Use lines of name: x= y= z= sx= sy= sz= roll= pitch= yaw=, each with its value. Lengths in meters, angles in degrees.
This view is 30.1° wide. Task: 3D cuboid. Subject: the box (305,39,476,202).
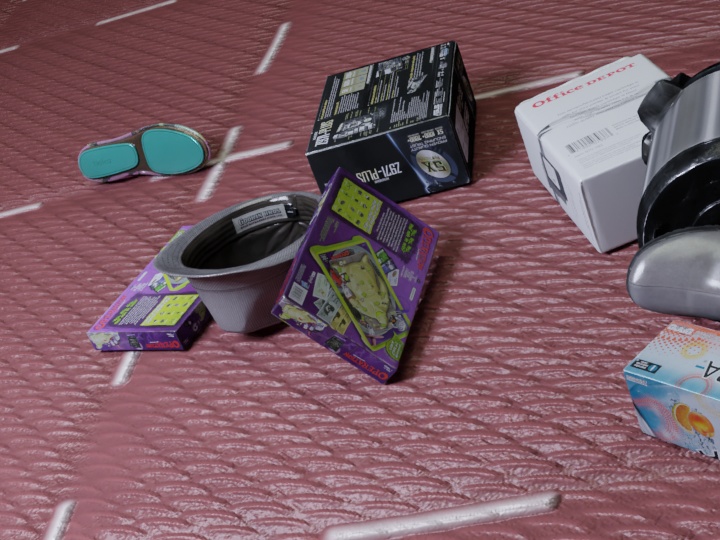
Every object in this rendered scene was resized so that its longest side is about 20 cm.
box: x=0.039 y=-0.160 z=1.496 sx=0.163 sy=0.086 sz=0.200 roll=-14 pitch=30 yaw=14

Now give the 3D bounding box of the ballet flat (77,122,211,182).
ballet flat: x=-0.270 y=-0.154 z=1.728 sx=0.199 sy=0.069 sz=0.071 roll=-7 pitch=13 yaw=25

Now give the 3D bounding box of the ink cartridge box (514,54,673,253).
ink cartridge box: x=0.250 y=-0.117 z=1.285 sx=0.145 sy=0.084 sz=0.200 roll=-23 pitch=29 yaw=0

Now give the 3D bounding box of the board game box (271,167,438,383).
board game box: x=0.000 y=0.000 z=1.225 sx=0.032 sy=0.120 sz=0.200 roll=-54 pitch=10 yaw=40

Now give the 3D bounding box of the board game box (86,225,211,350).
board game box: x=-0.189 y=0.014 z=1.423 sx=0.120 sy=0.032 sz=0.200 roll=2 pitch=36 yaw=29

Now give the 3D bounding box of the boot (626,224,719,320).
boot: x=0.283 y=0.020 z=0.943 sx=0.199 sy=0.070 sz=0.132 roll=-1 pitch=19 yaw=17

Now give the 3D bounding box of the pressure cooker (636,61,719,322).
pressure cooker: x=0.314 y=-0.076 z=1.082 sx=0.178 sy=0.176 sz=0.200 roll=-10 pitch=30 yaw=26

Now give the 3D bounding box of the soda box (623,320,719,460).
soda box: x=0.284 y=0.098 z=0.929 sx=0.068 sy=0.064 sz=0.200 roll=-38 pitch=32 yaw=-26

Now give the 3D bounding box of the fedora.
fedora: x=-0.101 y=-0.001 z=1.323 sx=0.176 sy=0.091 sz=0.200 roll=-2 pitch=27 yaw=28
